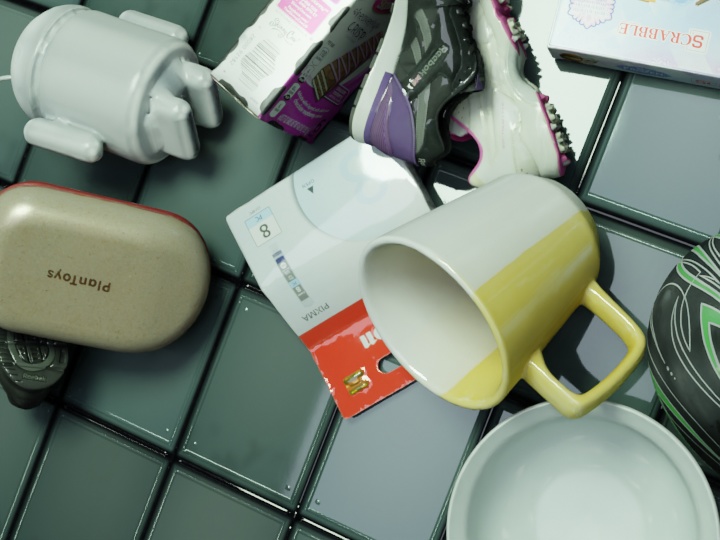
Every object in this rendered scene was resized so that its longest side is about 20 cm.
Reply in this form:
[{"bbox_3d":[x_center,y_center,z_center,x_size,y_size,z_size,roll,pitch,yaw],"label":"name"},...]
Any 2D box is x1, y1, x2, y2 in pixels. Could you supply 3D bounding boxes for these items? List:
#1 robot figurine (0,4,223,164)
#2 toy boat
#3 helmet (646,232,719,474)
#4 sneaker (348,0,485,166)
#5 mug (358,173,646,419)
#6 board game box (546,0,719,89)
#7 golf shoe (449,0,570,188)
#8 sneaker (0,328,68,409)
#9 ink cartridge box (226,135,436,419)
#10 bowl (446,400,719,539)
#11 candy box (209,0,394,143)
[{"bbox_3d":[-0.220,-0.163,1.048,0.200,0.113,0.170,22,55,17],"label":"robot figurine"},{"bbox_3d":[-0.229,-0.010,1.039,0.200,0.131,0.131,13,108,-13],"label":"toy boat"},{"bbox_3d":[0.298,0.061,0.847,0.200,0.200,0.191,-37,94,11],"label":"helmet"},{"bbox_3d":[0.068,-0.179,0.935,0.087,0.076,0.200,25,108,18],"label":"sneaker"},{"bbox_3d":[0.112,0.017,0.917,0.153,0.149,0.187,-36,98,-29],"label":"mug"},{"bbox_3d":[0.268,-0.249,0.945,0.200,0.041,0.200,15,90,17],"label":"board game box"},{"bbox_3d":[0.098,-0.158,0.975,0.091,0.075,0.200,-23,79,17],"label":"golf shoe"},{"bbox_3d":[-0.319,0.034,1.084,0.091,0.076,0.200,-57,43,50],"label":"sneaker"},{"bbox_3d":[0.000,0.000,1.004,0.160,0.047,0.200,-31,76,12],"label":"ink cartridge box"},{"bbox_3d":[0.172,0.197,0.916,0.201,0.090,0.202,-2,85,17],"label":"bowl"},{"bbox_3d":[-0.017,-0.205,0.979,0.061,0.136,0.200,42,99,13],"label":"candy box"}]
